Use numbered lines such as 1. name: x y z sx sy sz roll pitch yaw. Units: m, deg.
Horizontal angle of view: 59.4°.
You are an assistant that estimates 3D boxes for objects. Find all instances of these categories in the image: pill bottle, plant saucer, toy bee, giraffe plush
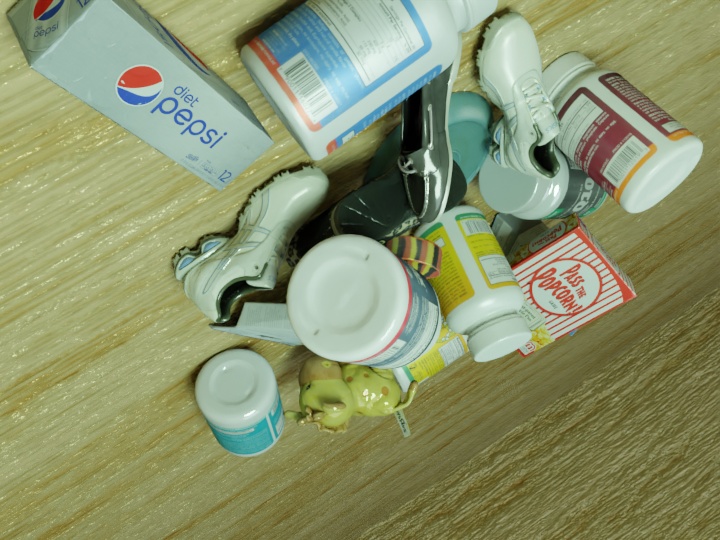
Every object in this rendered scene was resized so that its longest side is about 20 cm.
1. pill bottle: 0.311 -0.178 0.795 0.114 0.200 0.114 -27 151 -16
2. plant saucer: 0.095 -0.134 0.803 0.200 0.027 0.200 -28 152 -17
3. toy bee: 0.000 0.000 0.818 0.200 0.131 0.109 -38 129 26
4. pill bottle: -0.171 0.206 0.931 0.111 0.111 0.200 -27 150 -18
5. pill bottle: 0.266 -0.130 0.910 0.200 0.113 0.113 -6 139 -44
6. pill bottle: 0.159 0.019 0.889 0.113 0.200 0.113 -18 155 -9
7. pill bottle: 0.131 0.119 1.137 0.200 0.113 0.113 -32 152 -7
8. pill bottle: 0.018 0.042 0.663 0.120 0.120 0.200 -41 158 8
9. giraffe plush: -0.031 0.181 0.964 0.162 0.200 0.173 -5 138 -38
10. pill bottle: 0.010 -0.193 0.528 0.200 0.112 0.112 -36 152 -1

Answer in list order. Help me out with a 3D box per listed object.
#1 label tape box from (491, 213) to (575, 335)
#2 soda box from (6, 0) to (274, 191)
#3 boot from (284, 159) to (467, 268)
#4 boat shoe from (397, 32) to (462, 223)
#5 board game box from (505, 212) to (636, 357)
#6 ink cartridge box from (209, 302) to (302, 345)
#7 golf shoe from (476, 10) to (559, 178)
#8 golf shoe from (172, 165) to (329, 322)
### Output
1. label tape box: 0.293 0.008 1.055 0.066 0.200 0.143 -23 149 -26
2. soda box: -0.152 -0.139 0.478 0.068 0.063 0.200 -40 152 9
3. boot: 0.014 -0.066 0.740 0.203 0.074 0.154 -28 -178 -36
4. boat shoe: 0.058 -0.148 0.636 0.057 0.067 0.200 -1 102 -24
5. board game box: 0.285 0.027 0.960 0.200 0.046 0.151 -37 110 28
6. ink cartridge box: -0.063 0.076 0.853 0.200 0.041 0.200 0 168 27
7. golf shoe: 0.193 -0.191 0.714 0.078 0.097 0.200 -34 135 -9
8. golf shoe: -0.100 -0.023 0.679 0.200 0.097 0.078 -41 150 4
